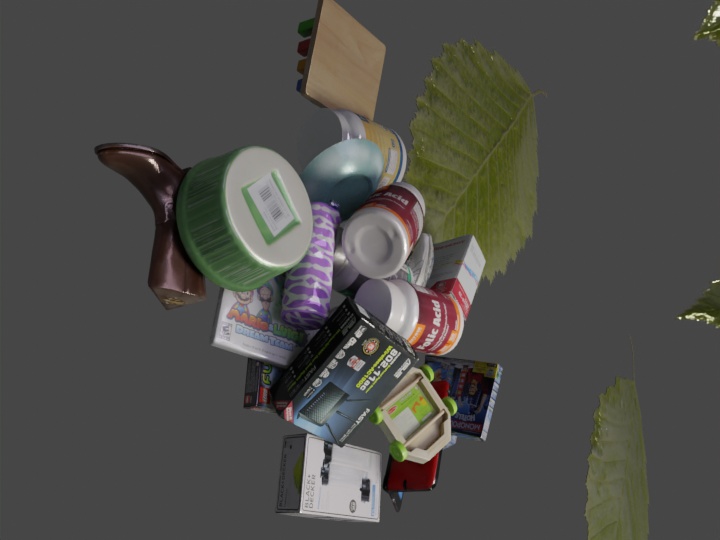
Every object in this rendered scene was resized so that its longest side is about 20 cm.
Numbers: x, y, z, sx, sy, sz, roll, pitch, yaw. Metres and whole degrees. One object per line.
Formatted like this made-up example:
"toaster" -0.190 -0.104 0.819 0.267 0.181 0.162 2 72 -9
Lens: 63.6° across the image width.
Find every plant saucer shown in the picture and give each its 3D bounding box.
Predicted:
"plant saucer" -0.032 -0.143 1.049 0.198 0.203 0.039 5 40 -51

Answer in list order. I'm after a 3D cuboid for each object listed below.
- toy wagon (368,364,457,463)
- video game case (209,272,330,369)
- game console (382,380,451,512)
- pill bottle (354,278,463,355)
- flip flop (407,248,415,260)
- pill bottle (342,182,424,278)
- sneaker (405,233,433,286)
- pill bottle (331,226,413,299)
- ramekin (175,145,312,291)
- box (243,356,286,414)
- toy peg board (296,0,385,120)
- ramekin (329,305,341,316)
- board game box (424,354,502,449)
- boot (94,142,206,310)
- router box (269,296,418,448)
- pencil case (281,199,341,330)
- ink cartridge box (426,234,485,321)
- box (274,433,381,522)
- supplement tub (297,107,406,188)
"toy wagon" 0.075 0.221 0.995 0.153 0.040 0.202 -25 74 -39
"video game case" -0.134 0.054 0.925 0.196 0.023 0.188 24 60 -34
"game console" 0.118 0.335 1.099 0.118 0.169 0.205 40 49 -30
"pill bottle" 0.085 0.081 1.028 0.196 0.112 0.119 16 65 -43
"flip flop" 0.077 -0.035 1.256 0.197 0.082 0.058 -2 49 -50
"pill bottle" 0.048 -0.079 1.002 0.117 0.111 0.201 63 25 -14
"sneaker" 0.099 0.018 1.198 0.074 0.084 0.207 29 79 -78
"pill bottle" 0.000 0.000 1.098 0.197 0.111 0.117 30 55 -34
"ramekin" -0.159 -0.080 0.846 0.197 0.096 0.207 23 60 -46
"box" -0.132 0.128 0.954 0.109 0.034 0.207 23 60 -46
"toy peg board" -0.057 -0.412 1.209 0.197 0.096 0.207 20 78 -46
"ramekin" 0.004 0.160 1.070 0.199 0.092 0.210 22 61 -46
"board game box" 0.200 0.294 1.231 0.061 0.196 0.206 33 68 -37
"boot" -0.286 -0.056 0.804 0.183 0.063 0.208 15 71 -46
"router box" -0.024 0.163 0.901 0.149 0.201 0.062 35 9 -38
"pencil case" -0.076 -0.008 0.931 0.085 0.082 0.207 30 58 -42
"ink cartridge box" 0.187 0.025 1.309 0.084 0.143 0.202 55 42 -24
"box" -0.047 0.350 0.967 0.198 0.059 0.121 31 55 -42
"supplement tub" -0.015 -0.227 1.137 0.197 0.142 0.150 6 73 -51
